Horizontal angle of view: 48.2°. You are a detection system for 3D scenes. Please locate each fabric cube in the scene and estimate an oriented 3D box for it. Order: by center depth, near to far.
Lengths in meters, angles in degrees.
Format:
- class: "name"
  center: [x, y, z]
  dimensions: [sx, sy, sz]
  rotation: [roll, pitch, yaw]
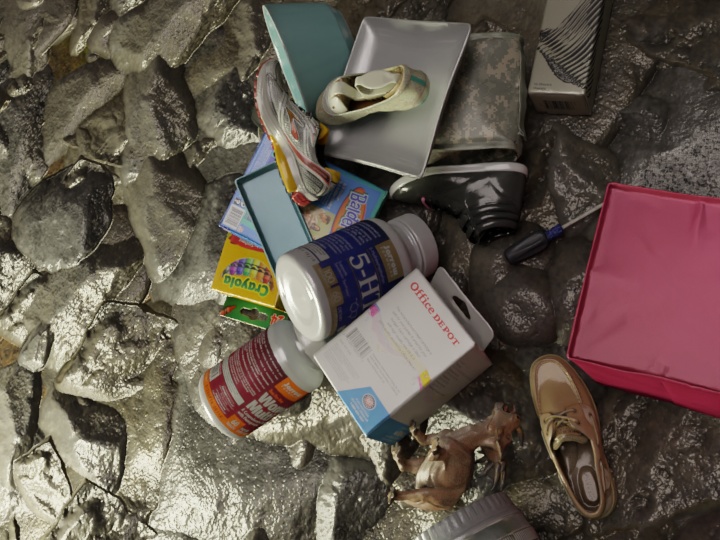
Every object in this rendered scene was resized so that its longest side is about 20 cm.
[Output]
- class: "fabric cube"
  center: [0.357, 0.041, 0.875]
  dimensions: [0.197, 0.199, 0.199]
  rotation: [13, 81, 27]

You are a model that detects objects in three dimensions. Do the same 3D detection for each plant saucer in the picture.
- class: "plant saucer"
  center: [-0.105, -0.047, 1.117]
  dimensions: [0.069, 0.019, 0.203]
  rotation: [-24, 84, 0]

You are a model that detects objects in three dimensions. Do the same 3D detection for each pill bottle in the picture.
- class: "pill bottle"
  center: [0.000, 0.000, 1.057]
  dimensions: [0.198, 0.121, 0.120]
  rotation: [-25, 59, -27]
- class: "pill bottle"
  center: [-0.120, 0.140, 1.127]
  dimensions: [0.199, 0.109, 0.111]
  rotation: [-35, 64, 13]

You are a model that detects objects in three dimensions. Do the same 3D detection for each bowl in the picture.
- class: "bowl"
  center: [-0.061, -0.311, 1.191]
  dimensions: [0.104, 0.201, 0.203]
  rotation: [-22, 66, -3]

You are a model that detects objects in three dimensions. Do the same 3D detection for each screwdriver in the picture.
- class: "screwdriver"
  center: [0.273, -0.065, 1.036]
  dimensions: [0.199, 0.029, 0.028]
  rotation: [-33, 65, 20]

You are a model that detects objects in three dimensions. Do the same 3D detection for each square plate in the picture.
- class: "square plate"
  center: [0.046, -0.232, 1.068]
  dimensions: [0.197, 0.028, 0.203]
  rotation: [20, 92, 43]

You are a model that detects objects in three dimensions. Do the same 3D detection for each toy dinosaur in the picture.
- class: "toy dinosaur"
  center: [0.114, 0.252, 1.007]
  dimensions: [0.201, 0.134, 0.086]
  rotation: [-57, 20, 26]

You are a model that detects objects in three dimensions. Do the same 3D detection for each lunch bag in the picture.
- class: "lunch bag"
  center: [0.135, -0.223, 1.099]
  dimensions: [0.197, 0.117, 0.167]
  rotation: [-2, 77, 29]

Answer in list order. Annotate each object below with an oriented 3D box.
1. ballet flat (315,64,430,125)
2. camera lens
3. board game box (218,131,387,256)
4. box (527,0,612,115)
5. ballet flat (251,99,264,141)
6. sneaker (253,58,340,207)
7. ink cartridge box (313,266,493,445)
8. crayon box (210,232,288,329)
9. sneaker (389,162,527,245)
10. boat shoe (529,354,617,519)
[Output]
- class: "ballet flat"
  center: [0.001, -0.236, 1.048]
  dimensions: [0.198, 0.062, 0.069]
  rotation: [-3, 76, 41]
- class: "camera lens"
  center: [0.152, 0.376, 0.903]
  dimensions: [0.159, 0.160, 0.202]
  rotation: [-35, 64, 13]
- class: "board game box"
  center: [-0.080, -0.085, 1.151]
  dimensions: [0.198, 0.045, 0.154]
  rotation: [27, 86, 5]
- class: "box"
  center: [0.285, -0.315, 1.080]
  dimensions: [0.081, 0.068, 0.204]
  rotation: [7, 80, 26]
- class: "ballet flat"
  center: [-0.106, -0.178, 1.229]
  dimensions: [0.068, 0.068, 0.202]
  rotation: [-38, 76, 37]
- class: "sneaker"
  center: [-0.085, -0.194, 1.100]
  dimensions: [0.081, 0.078, 0.203]
  rotation: [-21, 90, 11]
- class: "ink cartridge box"
  center: [0.067, 0.107, 1.031]
  dimensions: [0.199, 0.125, 0.129]
  rotation: [-39, 64, 4]
- class: "crayon box"
  center: [-0.146, -0.018, 1.215]
  dimensions: [0.125, 0.051, 0.203]
  rotation: [12, 82, 27]
- class: "sneaker"
  center: [0.128, -0.085, 1.091]
  dimensions: [0.197, 0.071, 0.101]
  rotation: [-4, 75, 25]
- class: "boat shoe"
  center: [0.252, 0.192, 0.959]
  dimensions: [0.070, 0.064, 0.203]
  rotation: [-25, 67, 17]
